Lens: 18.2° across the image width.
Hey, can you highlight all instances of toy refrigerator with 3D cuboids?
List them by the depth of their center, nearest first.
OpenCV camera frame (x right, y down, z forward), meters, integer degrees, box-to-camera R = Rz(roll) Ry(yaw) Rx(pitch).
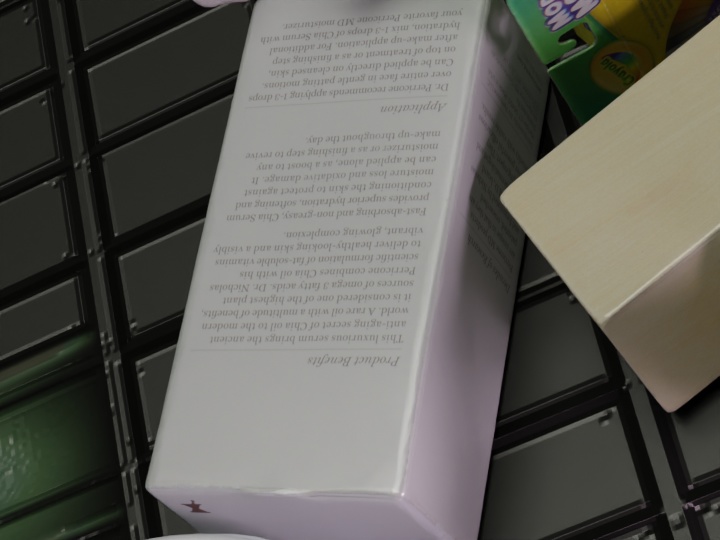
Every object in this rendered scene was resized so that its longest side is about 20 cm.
[{"bbox_3d":[0.154,-0.049,0.765,0.200,0.070,0.076,-39,46,3],"label":"toy refrigerator"}]

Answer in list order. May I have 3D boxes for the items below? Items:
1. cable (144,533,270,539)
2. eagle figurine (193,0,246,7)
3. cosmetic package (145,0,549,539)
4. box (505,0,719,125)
[{"bbox_3d":[-0.055,0.182,0.747,0.199,0.069,0.201,-35,53,7],"label":"cable"},{"bbox_3d":[-0.003,-0.196,0.851,0.201,0.150,0.152,-105,29,-44],"label":"eagle figurine"},{"bbox_3d":[0.000,0.000,0.816,0.101,0.071,0.201,-1,63,26],"label":"cosmetic package"},{"bbox_3d":[0.125,-0.152,0.804,0.200,0.117,0.048,-48,59,-4],"label":"box"}]
